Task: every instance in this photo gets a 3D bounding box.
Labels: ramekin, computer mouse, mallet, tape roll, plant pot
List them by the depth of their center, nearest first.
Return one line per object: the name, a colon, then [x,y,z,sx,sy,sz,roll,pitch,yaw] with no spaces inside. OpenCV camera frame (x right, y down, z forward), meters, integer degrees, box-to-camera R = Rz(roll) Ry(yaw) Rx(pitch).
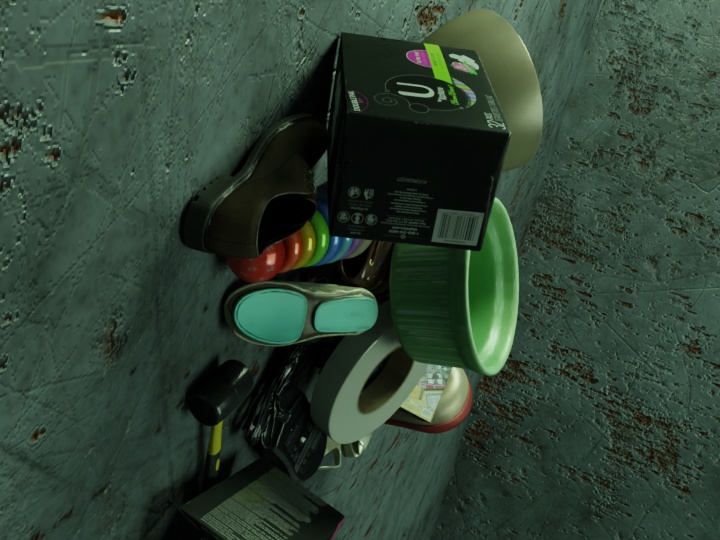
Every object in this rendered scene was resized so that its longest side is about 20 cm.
mallet: [-0.145,0.173,0.900,0.066,0.041,0.201,-50,159,-42]
ramekin: [0.110,0.018,1.007,0.199,0.097,0.203,1,89,-64]
computer mouse: [-0.093,0.185,1.065,0.139,0.052,0.201,-61,151,-31]
plant pot: [0.110,-0.201,1.066,0.133,0.201,0.201,-22,143,-19]
tape roll: [0.021,0.125,1.089,0.202,0.037,0.204,-36,147,-28]

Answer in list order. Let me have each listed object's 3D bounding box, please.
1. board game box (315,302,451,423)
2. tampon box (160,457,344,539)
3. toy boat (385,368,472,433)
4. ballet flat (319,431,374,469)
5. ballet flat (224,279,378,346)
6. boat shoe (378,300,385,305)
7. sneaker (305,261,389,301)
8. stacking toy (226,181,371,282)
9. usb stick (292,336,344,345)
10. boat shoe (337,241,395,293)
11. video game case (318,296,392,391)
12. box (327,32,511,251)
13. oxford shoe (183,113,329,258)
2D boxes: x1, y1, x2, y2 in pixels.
board game box: [0.046,0.114,1.232,0.199,0.034,0.137,32,75,-31]
tampon box: [-0.127,0.313,0.913,0.151,0.126,0.200,-61,166,10]
toy boat: [0.086,0.205,1.381,0.131,0.198,0.131,-59,135,-30]
ballet flat: [-0.032,0.239,1.220,0.199,0.069,0.070,-9,120,-50]
ballet flat: [-0.068,0.042,0.906,0.199,0.062,0.068,7,101,-42]
boat shoe: [0.072,-0.024,1.155,0.067,0.073,0.202,-29,138,-83]
sneaker: [0.000,0.000,1.071,0.200,0.085,0.081,2,106,-73]
stacking toy: [-0.063,-0.032,0.856,0.200,0.085,0.086,-28,137,-58]
usb stick: [-0.055,0.061,1.038,0.200,0.032,0.056,19,57,-75]
boat shoe: [0.010,-0.077,0.984,0.070,0.070,0.203,20,67,-56]
video game case: [0.036,0.089,1.133,0.200,0.019,0.143,-47,152,-11]
box: [0.045,-0.128,0.834,0.201,0.147,0.125,-95,-167,-55]
oxford shoe: [-0.067,-0.070,0.770,0.073,0.084,0.201,92,22,-43]
